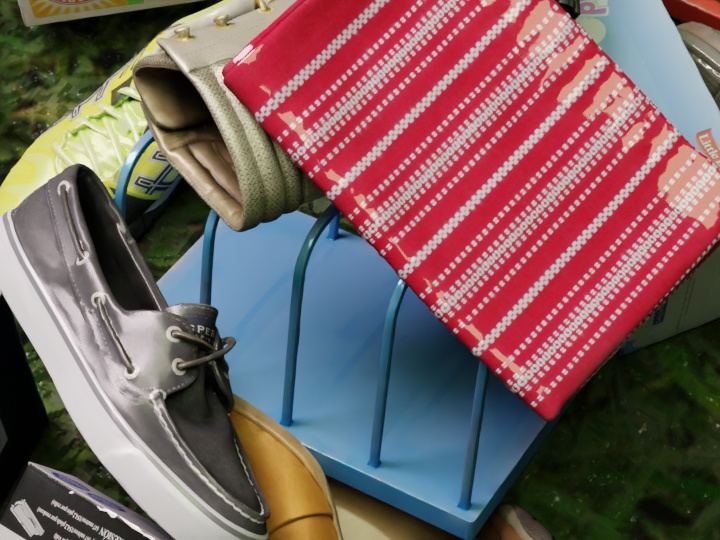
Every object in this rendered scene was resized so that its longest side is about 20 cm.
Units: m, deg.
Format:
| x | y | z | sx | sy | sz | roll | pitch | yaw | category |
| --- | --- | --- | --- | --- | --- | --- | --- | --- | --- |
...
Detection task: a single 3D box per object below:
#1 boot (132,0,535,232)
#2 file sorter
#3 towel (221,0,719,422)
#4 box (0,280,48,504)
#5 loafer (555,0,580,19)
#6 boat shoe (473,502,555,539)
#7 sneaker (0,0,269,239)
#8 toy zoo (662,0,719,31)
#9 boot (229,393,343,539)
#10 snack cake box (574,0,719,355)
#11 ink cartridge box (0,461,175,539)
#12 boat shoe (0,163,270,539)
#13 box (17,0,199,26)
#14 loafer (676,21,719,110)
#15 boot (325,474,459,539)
| x | y | z | sx | sy | sz | roll | pitch | yaw | category |
| --- | --- | --- | --- | --- | --- | --- | --- | --- | --- |
| -0.031 | -0.112 | 1.080 | 0.154 | 0.072 | 0.201 | -17 | 60 | -22 | boot |
| 0.000 | 0.000 | 1.115 | 0.199 | 0.123 | 0.139 | 24 | 45 | 19 | file sorter |
| 0.054 | -0.055 | 1.023 | 0.200 | 0.022 | 0.145 | 46 | 67 | 2 | towel |
| -0.260 | 0.042 | 1.120 | 0.199 | 0.149 | 0.108 | 23 | 66 | 12 | box |
| 0.068 | -0.166 | 1.129 | 0.063 | 0.072 | 0.201 | -24 | 64 | 4 | loafer |
| 0.078 | 0.174 | 1.052 | 0.074 | 0.076 | 0.200 | -32 | 31 | 0 | boat shoe |
| -0.110 | -0.076 | 1.214 | 0.200 | 0.077 | 0.075 | -42 | 72 | -16 | sneaker |
| 0.228 | -0.169 | 1.281 | 0.199 | 0.021 | 0.132 | 27 | 68 | 14 | toy zoo |
| -0.056 | 0.145 | 1.048 | 0.201 | 0.071 | 0.144 | 36 | 77 | 18 | boot |
| 0.118 | -0.076 | 1.186 | 0.067 | 0.115 | 0.201 | -20 | 65 | -8 | snack cake box |
| -0.074 | 0.164 | 0.997 | 0.199 | 0.044 | 0.095 | 25 | 88 | 30 | ink cartridge box |
| -0.087 | 0.034 | 1.029 | 0.066 | 0.070 | 0.200 | -45 | 57 | 14 | boat shoe |
| -0.087 | -0.207 | 1.231 | 0.198 | 0.113 | 0.102 | -8 | 61 | -1 | box |
| 0.222 | -0.048 | 1.204 | 0.063 | 0.072 | 0.200 | -32 | 73 | -33 | loafer |
| -0.068 | 0.151 | 1.114 | 0.174 | 0.066 | 0.201 | 28 | 67 | 4 | boot |
